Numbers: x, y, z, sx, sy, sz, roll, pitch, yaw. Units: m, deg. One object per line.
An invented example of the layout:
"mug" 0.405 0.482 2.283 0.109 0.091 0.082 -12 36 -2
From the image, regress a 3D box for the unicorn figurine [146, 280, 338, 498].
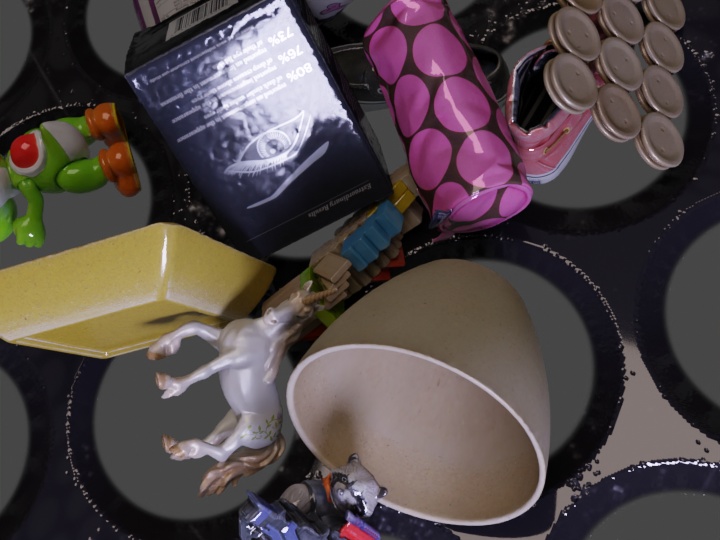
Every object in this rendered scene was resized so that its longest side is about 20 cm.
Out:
"unicorn figurine" -0.096 0.083 0.826 0.136 0.201 0.074 -13 42 -18

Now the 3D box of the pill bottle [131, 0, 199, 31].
"pill bottle" -0.151 -0.228 0.985 0.111 0.112 0.201 -22 66 3

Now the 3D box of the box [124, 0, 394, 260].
"box" -0.081 -0.131 0.868 0.147 0.201 0.105 -25 30 8

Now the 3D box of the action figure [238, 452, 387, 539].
"action figure" -0.070 0.201 0.769 0.193 0.201 0.105 -34 46 -3

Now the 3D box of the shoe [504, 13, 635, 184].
"shoe" 0.186 -0.178 0.901 0.071 0.091 0.201 25 76 20

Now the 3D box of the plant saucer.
"plant saucer" -0.189 0.027 0.837 0.198 0.200 0.049 -14 76 16

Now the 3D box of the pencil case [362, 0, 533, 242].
"pencil case" 0.065 -0.129 0.863 0.094 0.090 0.202 -39 62 45

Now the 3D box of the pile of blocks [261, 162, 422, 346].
"pile of blocks" 0.000 0.000 0.884 0.200 0.062 0.082 -47 22 -5

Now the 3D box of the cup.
"cup" 0.062 0.077 0.794 0.198 0.201 0.144 14 48 17

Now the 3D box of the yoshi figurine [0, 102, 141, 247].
"yoshi figurine" -0.314 -0.083 0.990 0.198 0.112 0.113 -17 106 -10

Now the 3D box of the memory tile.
"memory tile" 0.219 -0.193 0.880 0.152 0.017 0.202 25 59 -24

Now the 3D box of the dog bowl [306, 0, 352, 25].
"dog bowl" -0.079 -0.312 0.972 0.074 0.199 0.202 -44 58 39

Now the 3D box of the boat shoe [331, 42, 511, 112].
"boat shoe" 0.042 -0.187 0.956 0.198 0.057 0.069 6 70 14
